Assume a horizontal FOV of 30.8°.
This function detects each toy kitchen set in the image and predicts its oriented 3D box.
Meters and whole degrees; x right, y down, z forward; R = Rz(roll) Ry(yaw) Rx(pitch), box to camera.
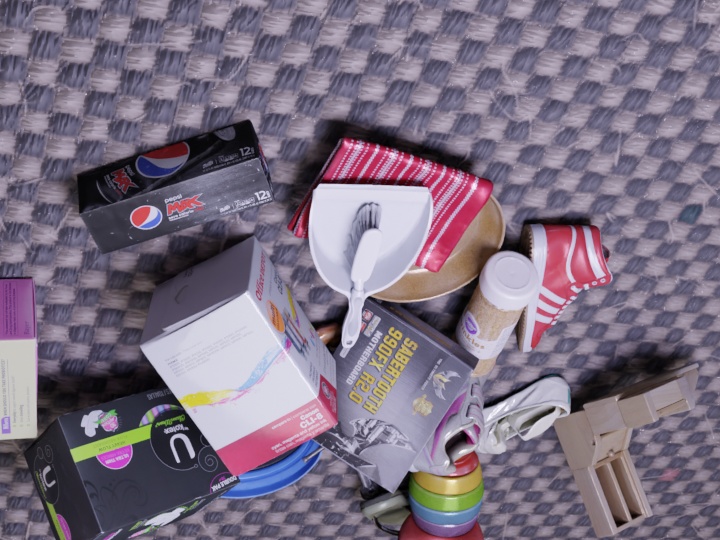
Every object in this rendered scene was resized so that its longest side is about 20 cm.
[{"bbox_3d":[0.408,0.240,1.785,0.162,0.182,0.200,-17,174,-32],"label":"toy kitchen set"}]

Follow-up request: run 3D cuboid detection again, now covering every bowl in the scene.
[{"bbox_3d":[-0.150,0.231,1.750,0.198,0.040,0.202,-8,137,-8],"label":"bowl"}]

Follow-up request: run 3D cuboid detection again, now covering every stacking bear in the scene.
[{"bbox_3d":[0.119,0.281,1.796,0.120,0.114,0.202,6,115,6],"label":"stacking bear"}]

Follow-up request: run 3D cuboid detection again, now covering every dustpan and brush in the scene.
[{"bbox_3d":[0.000,0.000,1.451,0.138,0.058,0.201,1,134,-16],"label":"dustpan and brush"}]

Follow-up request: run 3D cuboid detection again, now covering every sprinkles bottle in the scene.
[{"bbox_3d":[0.160,0.057,1.609,0.068,0.069,0.201,-2,148,-14],"label":"sprinkles bottle"}]

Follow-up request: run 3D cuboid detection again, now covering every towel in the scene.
[{"bbox_3d":[0.036,-0.069,1.452,0.198,0.023,0.145,14,129,-27],"label":"towel"}]

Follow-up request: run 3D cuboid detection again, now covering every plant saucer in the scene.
[{"bbox_3d":[0.070,-0.044,1.529,0.198,0.036,0.201,-8,136,-8],"label":"plant saucer"}]

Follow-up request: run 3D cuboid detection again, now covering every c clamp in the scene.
[{"bbox_3d":[0.018,0.259,1.820,0.170,0.027,0.201,-34,138,-7],"label":"c clamp"}]

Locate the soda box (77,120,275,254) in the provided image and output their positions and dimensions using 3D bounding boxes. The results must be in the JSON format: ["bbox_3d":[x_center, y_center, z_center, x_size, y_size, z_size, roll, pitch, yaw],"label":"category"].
[{"bbox_3d":[-0.196,-0.088,1.386,0.198,0.064,0.071,-17,137,1],"label":"soda box"}]

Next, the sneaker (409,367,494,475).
[{"bbox_3d":[0.129,0.188,1.695,0.201,0.088,0.081,-58,144,-16],"label":"sneaker"}]

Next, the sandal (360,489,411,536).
[{"bbox_3d":[0.052,0.359,1.898,0.079,0.058,0.201,-29,160,12],"label":"sandal"}]

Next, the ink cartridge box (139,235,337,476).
[{"bbox_3d":[-0.135,0.095,1.491,0.144,0.146,0.201,-27,115,12],"label":"ink cartridge box"}]

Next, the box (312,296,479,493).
[{"bbox_3d":[0.029,0.151,1.615,0.158,0.048,0.201,34,110,5],"label":"box"}]

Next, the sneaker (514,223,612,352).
[{"bbox_3d":[0.251,0.023,1.626,0.111,0.072,0.201,-4,134,-7],"label":"sneaker"}]

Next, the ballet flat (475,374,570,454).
[{"bbox_3d":[0.205,0.215,1.817,0.199,0.070,0.069,-30,135,16],"label":"ballet flat"}]

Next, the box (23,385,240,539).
[{"bbox_3d":[-0.276,0.238,1.574,0.199,0.150,0.124,-14,163,-41],"label":"box"}]

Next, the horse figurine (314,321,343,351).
[{"bbox_3d":[-0.120,0.113,1.626,0.198,0.050,0.133,9,129,-22],"label":"horse figurine"}]

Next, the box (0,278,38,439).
[{"bbox_3d":[-0.469,0.105,1.484,0.198,0.097,0.177,-2,136,-15],"label":"box"}]
